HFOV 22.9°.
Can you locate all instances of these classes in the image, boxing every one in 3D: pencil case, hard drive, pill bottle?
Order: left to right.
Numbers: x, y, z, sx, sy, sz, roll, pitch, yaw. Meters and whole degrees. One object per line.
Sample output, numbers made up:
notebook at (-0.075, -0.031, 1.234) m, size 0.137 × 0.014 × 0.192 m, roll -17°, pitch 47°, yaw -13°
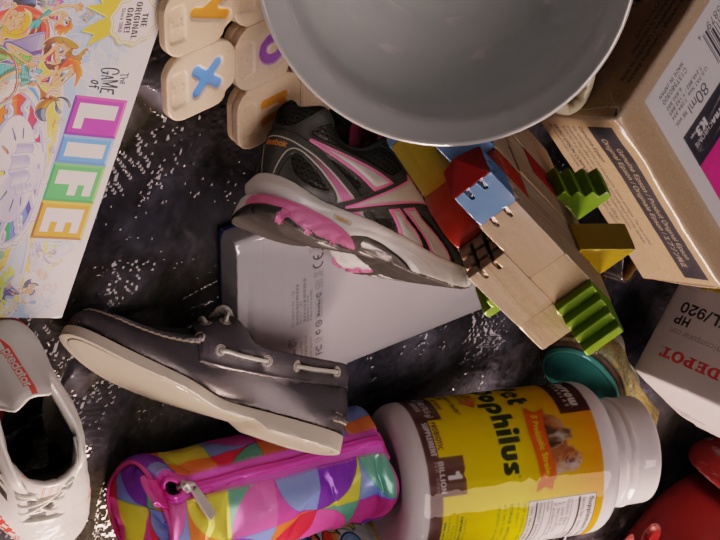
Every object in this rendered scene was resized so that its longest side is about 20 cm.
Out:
pencil case at (-0.069, 0.145, 1.171) m, size 0.199 × 0.088 × 0.089 m, roll -11°, pitch 128°, yaw -38°
hard drive at (0.000, 0.000, 1.161) m, size 0.199 × 0.025 × 0.133 m, roll -21°, pitch 133°, yaw -27°
pill bottle at (0.109, 0.139, 1.266) m, size 0.198 × 0.110 × 0.110 m, roll -5°, pitch 126°, yaw -19°

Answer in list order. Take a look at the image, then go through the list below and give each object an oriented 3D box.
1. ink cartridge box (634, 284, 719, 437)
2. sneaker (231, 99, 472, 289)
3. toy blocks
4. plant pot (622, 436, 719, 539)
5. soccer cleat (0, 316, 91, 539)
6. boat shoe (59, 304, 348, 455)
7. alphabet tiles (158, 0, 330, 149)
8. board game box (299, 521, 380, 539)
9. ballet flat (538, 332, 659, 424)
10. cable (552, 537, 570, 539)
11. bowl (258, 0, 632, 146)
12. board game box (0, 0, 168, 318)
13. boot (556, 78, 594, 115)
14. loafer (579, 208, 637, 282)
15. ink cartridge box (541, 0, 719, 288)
ink cartridge box at (0.334, 0.039, 1.352) m, size 0.144 × 0.147 × 0.201 m, roll 37°, pitch 80°, yaw -50°
sneaker at (0.011, -0.045, 1.065) m, size 0.199 × 0.080 × 0.087 m, roll 23°, pitch 79°, yaw -55°
toy blocks at (0.071, -0.053, 1.031) m, size 0.100 × 0.201 × 0.137 m, roll -36°, pitch 127°, yaw 16°
plant pot at (0.323, 0.256, 1.508) m, size 0.200 × 0.200 × 0.184 m, roll 19°, pitch 105°, yaw -47°
soccer cleat at (-0.190, 0.110, 1.037) m, size 0.068 × 0.085 × 0.201 m, roll -27°, pitch 139°, yaw -21°
boat shoe at (-0.091, 0.055, 1.091) m, size 0.199 × 0.072 × 0.063 m, roll 25°, pitch 73°, yaw -28°
alphabet tiles at (-0.038, -0.168, 0.987) m, size 0.195 × 0.015 × 0.201 m, roll -30°, pitch 137°, yaw -34°
board game box at (0.022, 0.248, 1.242) m, size 0.135 × 0.201 × 0.034 m, roll 9°, pitch 134°, yaw -44°
ballet flat at (0.185, 0.083, 1.361) m, size 0.071 × 0.071 × 0.200 m, roll -41°, pitch 140°, yaw -7°
cable at (0.101, 0.206, 1.401) m, size 0.199 × 0.051 × 0.163 m, roll -39°, pitch 147°, yaw -4°
bowl at (0.045, -0.174, 0.950) m, size 0.199 × 0.090 × 0.203 m, roll 0°, pitch 109°, yaw 1°
board game box at (-0.192, -0.069, 0.936) m, size 0.134 × 0.034 × 0.201 m, roll 0°, pitch 121°, yaw -41°
boot at (0.093, -0.182, 1.034) m, size 0.075 × 0.107 × 0.201 m, roll -33°, pitch 136°, yaw -20°
loafer at (0.222, -0.076, 1.255) m, size 0.201 × 0.072 × 0.073 m, roll -52°, pitch 138°, yaw 5°
ink cartridge box at (0.222, -0.117, 1.152) m, size 0.165 × 0.075 × 0.201 m, roll 49°, pitch 65°, yaw -34°
